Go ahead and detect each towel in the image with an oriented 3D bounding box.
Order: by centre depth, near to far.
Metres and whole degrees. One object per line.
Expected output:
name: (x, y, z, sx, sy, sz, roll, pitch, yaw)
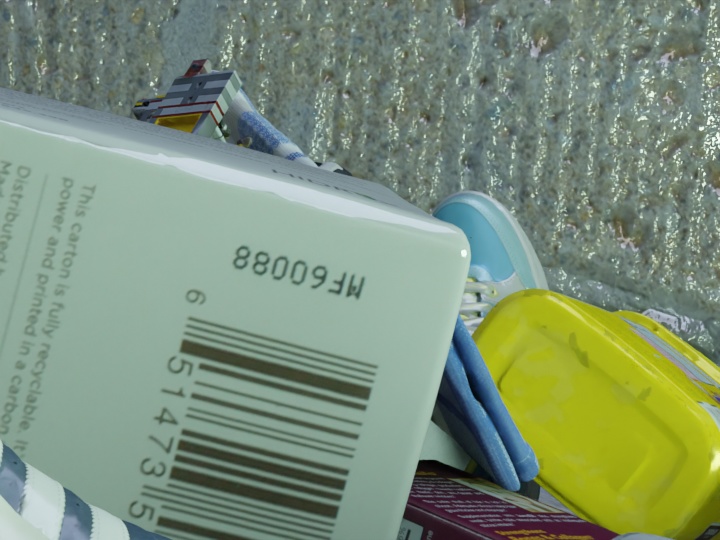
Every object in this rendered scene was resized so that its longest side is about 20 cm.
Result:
towel: (0.000, 0.000, 0.987, 0.200, 0.024, 0.147, 41, -16, 52)

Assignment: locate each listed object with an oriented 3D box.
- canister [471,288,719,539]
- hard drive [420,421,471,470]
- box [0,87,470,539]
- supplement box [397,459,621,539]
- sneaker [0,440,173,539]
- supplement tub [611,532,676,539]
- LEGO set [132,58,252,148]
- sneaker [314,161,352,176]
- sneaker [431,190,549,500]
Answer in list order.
canister: (0.139, 0.079, 1.163, 0.148, 0.087, 0.200, 40, 8, 21)
hard drive: (-0.051, 0.068, 1.117, 0.199, 0.043, 0.135, 29, -37, -30)
box: (-0.092, 0.050, 0.754, 0.198, 0.201, 0.171, 15, 5, -9)
supplement box: (0.069, 0.144, 0.892, 0.199, 0.086, 0.110, 20, 5, 32)
sneaker: (-0.088, 0.076, 0.557, 0.200, 0.075, 0.084, 39, 10, 19)
supplement tub: (0.160, 0.166, 0.735, 0.198, 0.124, 0.123, 15, 5, -5)
LEGO set: (-0.085, 0.004, 0.942, 0.153, 0.116, 0.201, -11, -53, 36)
sneaker: (-0.066, -0.025, 1.180, 0.082, 0.072, 0.200, 24, 18, 12)
sneaker: (0.054, 0.039, 1.247, 0.079, 0.202, 0.131, -10, -18, 17)
